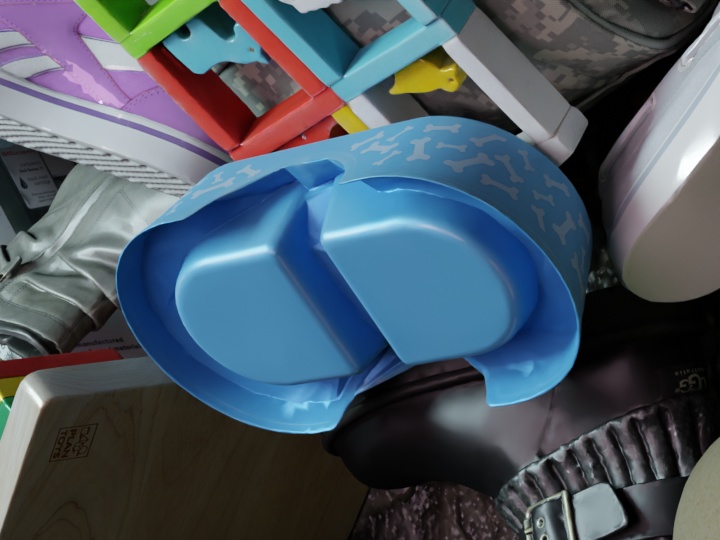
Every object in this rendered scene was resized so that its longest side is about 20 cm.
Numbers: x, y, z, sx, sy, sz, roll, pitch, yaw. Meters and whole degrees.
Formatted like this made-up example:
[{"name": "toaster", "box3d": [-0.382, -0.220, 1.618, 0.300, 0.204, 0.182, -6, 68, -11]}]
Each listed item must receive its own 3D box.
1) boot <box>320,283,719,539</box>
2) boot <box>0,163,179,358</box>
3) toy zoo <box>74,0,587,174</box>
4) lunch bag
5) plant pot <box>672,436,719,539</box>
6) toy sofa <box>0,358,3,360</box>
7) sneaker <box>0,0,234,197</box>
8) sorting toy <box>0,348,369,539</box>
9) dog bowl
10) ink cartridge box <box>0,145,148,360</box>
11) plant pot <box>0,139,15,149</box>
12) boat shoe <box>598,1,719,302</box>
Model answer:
[{"name": "boot", "box3d": [0.070, 0.101, 0.995, 0.211, 0.079, 0.158, -23, 77, 49]}, {"name": "boot", "box3d": [-0.101, 0.001, 1.146, 0.200, 0.131, 0.068, 14, 145, 54]}, {"name": "toy zoo", "box3d": [-0.007, -0.072, 0.930, 0.200, 0.020, 0.131, 45, 138, -16]}, {"name": "lunch bag", "box3d": [0.026, -0.117, 0.976, 0.168, 0.139, 0.200, 54, 137, -2]}, {"name": "plant pot", "box3d": [0.191, 0.089, 0.791, 0.200, 0.187, 0.188, 169, 94, -65]}, {"name": "toy sofa", "box3d": [-0.213, 0.107, 1.135, 0.083, 0.200, 0.098, 33, 133, 21]}, {"name": "sneaker", "box3d": [-0.129, -0.110, 1.100, 0.200, 0.073, 0.115, 19, 83, 6]}, {"name": "sorting toy", "box3d": [-0.097, 0.103, 1.105, 0.070, 0.198, 0.200, 46, 128, 37]}, {"name": "dog bowl", "box3d": [0.000, 0.000, 0.945, 0.200, 0.050, 0.112, -12, 125, 37]}, {"name": "ink cartridge box", "box3d": [-0.197, 0.014, 1.307, 0.147, 0.083, 0.200, -53, 55, 39]}, {"name": "plant pot", "box3d": [-0.190, -0.135, 1.218, 0.200, 0.200, 0.135, 13, 127, 49]}, {"name": "boat shoe", "box3d": [0.149, -0.077, 0.889, 0.200, 0.072, 0.069, -60, 34, 35]}]
